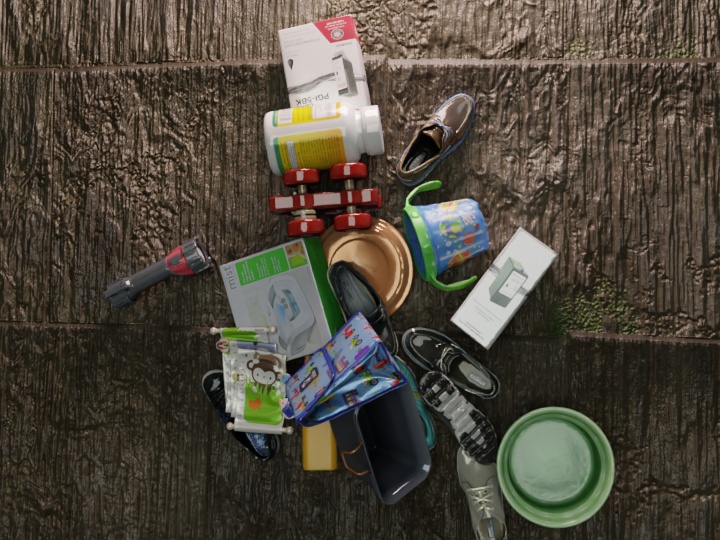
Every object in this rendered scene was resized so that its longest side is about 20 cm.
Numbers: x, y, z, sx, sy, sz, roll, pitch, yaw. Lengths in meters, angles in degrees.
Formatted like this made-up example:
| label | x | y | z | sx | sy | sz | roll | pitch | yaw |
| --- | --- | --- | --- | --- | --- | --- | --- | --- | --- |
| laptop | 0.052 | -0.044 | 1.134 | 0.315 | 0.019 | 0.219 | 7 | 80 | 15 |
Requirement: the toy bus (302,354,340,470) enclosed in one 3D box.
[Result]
| label | x | y | z | sx | sy | sz | roll | pitch | yaw |
| --- | --- | --- | --- | --- | --- | --- | --- | --- | --- |
| toy bus | -0.072 | 0.254 | 1.612 | 0.064 | 0.078 | 0.203 | -2 | 86 | 7 |

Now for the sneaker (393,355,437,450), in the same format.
| label | x | y | z | sx | sy | sz | roll | pitch | yaw |
| --- | --- | --- | --- | --- | --- | --- | --- | --- | --- |
| sneaker | 0.078 | 0.231 | 1.595 | 0.077 | 0.080 | 0.201 | -34 | 82 | 3 |

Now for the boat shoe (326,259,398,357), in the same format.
| label | x | y | z | sx | sy | sz | roll | pitch | yaw |
| --- | --- | --- | --- | --- | --- | --- | --- | --- | --- |
| boat shoe | 0.008 | 0.070 | 1.573 | 0.074 | 0.066 | 0.201 | -26 | 89 | -13 |

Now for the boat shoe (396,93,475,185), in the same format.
| label | x | y | z | sx | sy | sz | roll | pitch | yaw |
| --- | --- | --- | --- | --- | --- | --- | --- | --- | --- |
| boat shoe | 0.141 | -0.240 | 1.623 | 0.072 | 0.072 | 0.201 | 36 | 91 | 8 |

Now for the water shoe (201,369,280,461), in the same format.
| label | x | y | z | sx | sy | sz | roll | pitch | yaw |
| --- | --- | --- | --- | --- | --- | --- | --- | --- | --- |
| water shoe | -0.220 | 0.261 | 1.630 | 0.071 | 0.079 | 0.200 | -43 | 82 | 2 |

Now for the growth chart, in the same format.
| label | x | y | z | sx | sy | sz | roll | pitch | yaw |
| --- | --- | --- | --- | --- | --- | --- | --- | --- | --- |
| growth chart | -0.186 | 0.193 | 1.569 | 0.143 | 0.018 | 0.203 | -8 | 91 | 15 |

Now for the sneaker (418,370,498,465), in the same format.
| label | x | y | z | sx | sy | sz | roll | pitch | yaw |
| --- | --- | --- | --- | --- | --- | --- | --- | --- | --- |
| sneaker | 0.173 | 0.257 | 1.581 | 0.066 | 0.090 | 0.200 | -40 | 93 | -5 |

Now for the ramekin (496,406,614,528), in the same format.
| label | x | y | z | sx | sy | sz | roll | pitch | yaw |
| --- | --- | --- | --- | --- | --- | --- | --- | --- | --- |
| ramekin | 0.334 | 0.335 | 1.548 | 0.197 | 0.098 | 0.203 | 0 | 86 | 7 |

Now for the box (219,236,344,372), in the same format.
| label | x | y | z | sx | sy | sz | roll | pitch | yaw |
| --- | --- | --- | --- | --- | --- | --- | --- | --- | --- |
| box | -0.137 | 0.060 | 1.609 | 0.175 | 0.097 | 0.202 | -17 | 87 | 16 |

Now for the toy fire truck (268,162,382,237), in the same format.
| label | x | y | z | sx | sy | sz | roll | pitch | yaw |
| --- | --- | --- | --- | --- | --- | --- | --- | --- | --- |
| toy fire truck | -0.059 | -0.117 | 1.578 | 0.197 | 0.168 | 0.114 | -6 | 87 | 1 |

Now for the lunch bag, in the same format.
| label | x | y | z | sx | sy | sz | roll | pitch | yaw |
| --- | --- | --- | --- | --- | --- | --- | --- | --- | --- |
| lunch bag | -0.042 | 0.181 | 1.470 | 0.199 | 0.151 | 0.094 | -36 | 111 | -2 |

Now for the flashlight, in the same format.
| label | x | y | z | sx | sy | sz | roll | pitch | yaw |
| --- | --- | --- | --- | --- | --- | --- | --- | --- | --- |
| flashlight | -0.380 | 0.009 | 1.678 | 0.198 | 0.068 | 0.068 | -27 | 117 | 9 |

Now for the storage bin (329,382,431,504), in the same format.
| label | x | y | z | sx | sy | sz | roll | pitch | yaw |
| --- | --- | --- | --- | --- | --- | --- | --- | --- | --- |
| storage bin | 0.012 | 0.284 | 1.533 | 0.145 | 0.134 | 0.202 | -30 | 113 | -32 |

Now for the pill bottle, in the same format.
| label | x | y | z | sx | sy | sz | roll | pitch | yaw |
| --- | --- | --- | --- | --- | --- | --- | --- | --- | --- |
| pill bottle | -0.062 | -0.233 | 1.553 | 0.197 | 0.113 | 0.114 | -8 | 85 | 4 |

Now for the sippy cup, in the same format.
| label | x | y | z | sx | sy | sz | roll | pitch | yaw |
| --- | --- | --- | --- | --- | --- | --- | --- | --- | --- |
| sippy cup | 0.155 | -0.065 | 1.588 | 0.129 | 0.140 | 0.180 | -18 | 109 | -5 |

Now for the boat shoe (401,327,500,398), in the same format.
| label | x | y | z | sx | sy | sz | roll | pitch | yaw |
| --- | --- | --- | --- | --- | --- | --- | --- | --- | --- |
| boat shoe | 0.163 | 0.160 | 1.591 | 0.198 | 0.071 | 0.073 | 28 | 85 | 10 |

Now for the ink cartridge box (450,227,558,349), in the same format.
| label | x | y | z | sx | sy | sz | roll | pitch | yaw |
| --- | --- | --- | --- | --- | --- | --- | --- | --- | --- |
| ink cartridge box | 0.250 | 0.035 | 1.555 | 0.084 | 0.146 | 0.201 | 37 | 90 | 9 |

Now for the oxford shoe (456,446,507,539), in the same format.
| label | x | y | z | sx | sy | sz | roll | pitch | yaw |
| --- | --- | --- | --- | --- | --- | --- | --- | --- | --- |
| oxford shoe | 0.218 | 0.403 | 1.578 | 0.074 | 0.058 | 0.203 | -13 | 82 | 10 |

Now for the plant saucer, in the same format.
| label | x | y | z | sx | sy | sz | roll | pitch | yaw |
| --- | --- | --- | --- | --- | --- | --- | --- | --- | --- |
| plant saucer | 0.000 | 0.000 | 1.635 | 0.198 | 0.032 | 0.203 | 0 | 89 | 12 |

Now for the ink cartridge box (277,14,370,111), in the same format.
| label | x | y | z | sx | sy | sz | roll | pitch | yaw |
| --- | --- | --- | --- | --- | --- | --- | --- | --- | --- |
| ink cartridge box | -0.063 | -0.351 | 1.650 | 0.145 | 0.083 | 0.203 | -11 | 85 | 6 |
